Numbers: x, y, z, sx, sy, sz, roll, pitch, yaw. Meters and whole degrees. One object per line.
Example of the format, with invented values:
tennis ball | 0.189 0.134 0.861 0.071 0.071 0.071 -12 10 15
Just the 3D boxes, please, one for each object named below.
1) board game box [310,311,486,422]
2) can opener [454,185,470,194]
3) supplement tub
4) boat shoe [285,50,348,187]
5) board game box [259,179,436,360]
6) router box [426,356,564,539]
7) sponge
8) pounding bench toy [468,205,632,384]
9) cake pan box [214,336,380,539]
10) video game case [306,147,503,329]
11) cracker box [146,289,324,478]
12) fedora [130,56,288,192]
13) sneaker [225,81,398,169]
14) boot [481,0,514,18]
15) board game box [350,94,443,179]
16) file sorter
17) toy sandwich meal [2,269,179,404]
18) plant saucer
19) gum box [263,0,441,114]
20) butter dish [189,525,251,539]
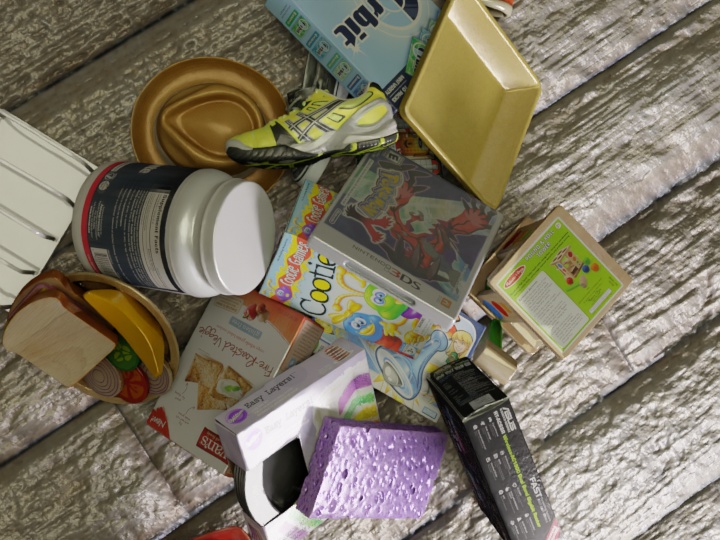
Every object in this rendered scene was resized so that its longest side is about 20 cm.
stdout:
board game box | 0.038 0.080 1.331 0.198 0.034 0.137 29 85 -6
can opener | 0.047 -0.062 1.324 0.197 0.053 0.068 -4 72 -9
supplement tub | -0.210 -0.047 1.209 0.197 0.140 0.143 8 87 27
boat shoe | -0.059 -0.200 1.305 0.070 0.072 0.203 19 75 -23
board game box | 0.000 0.000 1.239 0.198 0.105 0.104 23 41 -5
router box | 0.156 0.219 1.264 0.061 0.150 0.202 -25 107 -7
sponge | 0.019 0.235 1.266 0.198 0.030 0.113 13 95 -46
pounding bench toy | 0.193 0.043 1.293 0.124 0.156 0.200 44 82 -4
cake pan box | -0.064 0.203 1.233 0.199 0.052 0.187 -30 122 -31
video game case | 0.056 -0.047 1.215 0.181 0.023 0.201 30 44 1
cracker box | -0.147 0.124 1.259 0.133 0.058 0.202 24 84 31
fedora | -0.176 -0.168 1.283 0.197 0.082 0.204 0 88 -8
sneaker | -0.059 -0.164 1.234 0.197 0.075 0.078 -10 89 -4
boot | 0.110 -0.379 1.339 0.197 0.075 0.109 12 92 -9
board game box | 0.045 -0.152 1.316 0.103 0.024 0.203 -4 71 -8
file sorter | -0.409 -0.071 1.226 0.138 0.124 0.202 31 84 -7
toy sandwich meal | -0.302 0.086 1.218 0.202 0.071 0.208 8 125 11
plant saucer | 0.125 -0.205 1.294 0.200 0.048 0.202 43 60 -37
gum box | 0.009 -0.300 1.298 0.200 0.045 0.170 44 55 -5
butter dish | -0.194 0.422 1.212 0.198 0.148 0.202 -23 91 17
